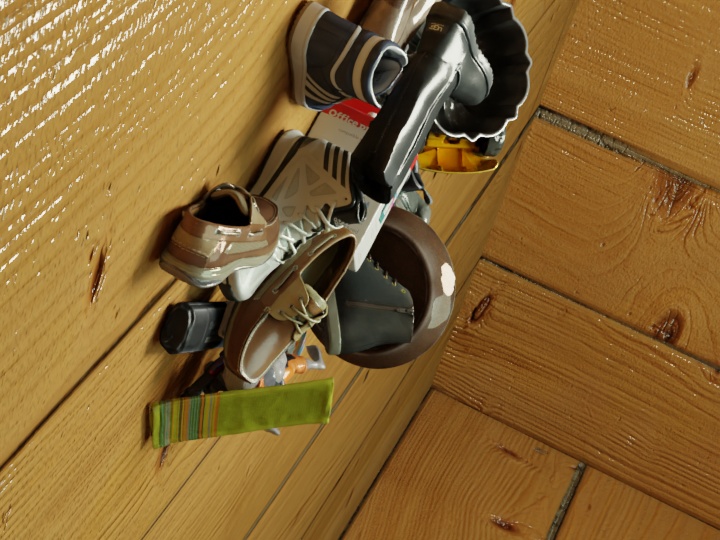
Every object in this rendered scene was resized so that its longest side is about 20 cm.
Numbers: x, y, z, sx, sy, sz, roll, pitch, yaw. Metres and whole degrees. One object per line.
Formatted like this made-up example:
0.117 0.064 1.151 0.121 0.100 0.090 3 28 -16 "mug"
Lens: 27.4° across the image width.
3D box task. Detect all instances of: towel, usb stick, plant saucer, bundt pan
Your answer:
-0.128 0.155 1.604 0.086 0.199 0.018 100 -21 -56 "towel"
-0.166 0.059 1.556 0.200 0.033 0.056 4 104 -80 "usb stick"
0.014 0.020 1.779 0.201 0.200 0.034 -66 164 9 "plant saucer"
0.115 -0.260 1.855 0.076 0.202 0.202 -1 -123 58 "bundt pan"

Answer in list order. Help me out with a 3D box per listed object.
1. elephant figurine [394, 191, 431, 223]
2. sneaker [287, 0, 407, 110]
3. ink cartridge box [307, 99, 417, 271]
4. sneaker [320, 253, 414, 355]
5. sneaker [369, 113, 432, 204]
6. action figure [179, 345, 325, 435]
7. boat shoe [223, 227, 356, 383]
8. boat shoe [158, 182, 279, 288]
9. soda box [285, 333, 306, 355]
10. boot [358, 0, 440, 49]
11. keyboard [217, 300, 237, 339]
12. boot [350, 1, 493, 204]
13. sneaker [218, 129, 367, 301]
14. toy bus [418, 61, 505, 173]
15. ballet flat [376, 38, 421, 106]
0.016 -0.046 1.933 0.142 0.155 0.200 -44 -169 29 "elephant figurine"
-0.010 -0.196 1.507 0.070 0.108 0.200 -62 170 -12 "sneaker"
-0.011 -0.115 1.689 0.200 0.116 0.067 -63 169 -14 "ink cartridge box"
0.000 0.000 1.738 0.075 0.106 0.201 120 -35 -70 "sneaker"
0.021 -0.100 1.821 0.201 0.140 0.078 -67 170 14 "sneaker"
-0.093 0.113 1.673 0.200 0.105 0.193 -44 159 10 "action figure"
-0.072 0.028 1.564 0.076 0.074 0.200 44 69 -43 "boat shoe"
-0.122 -0.044 1.411 0.200 0.076 0.072 -46 158 -66 "boat shoe"
-0.100 0.048 1.760 0.200 0.068 0.064 101 15 -53 "soda box"
0.035 -0.279 1.703 0.147 0.070 0.200 -62 171 24 "boot"
-0.105 -0.014 1.601 0.056 0.011 0.201 42 62 -55 "keyboard"
0.064 -0.154 1.545 0.201 0.065 0.165 -66 153 -18 "boot"
-0.064 -0.050 1.529 0.201 0.115 0.076 -65 152 -17 "sneaker"
0.109 -0.227 2.008 0.192 0.135 0.201 -179 -89 -78 "toy bus"
0.075 -0.225 1.670 0.200 0.072 0.072 -49 162 -49 "ballet flat"
